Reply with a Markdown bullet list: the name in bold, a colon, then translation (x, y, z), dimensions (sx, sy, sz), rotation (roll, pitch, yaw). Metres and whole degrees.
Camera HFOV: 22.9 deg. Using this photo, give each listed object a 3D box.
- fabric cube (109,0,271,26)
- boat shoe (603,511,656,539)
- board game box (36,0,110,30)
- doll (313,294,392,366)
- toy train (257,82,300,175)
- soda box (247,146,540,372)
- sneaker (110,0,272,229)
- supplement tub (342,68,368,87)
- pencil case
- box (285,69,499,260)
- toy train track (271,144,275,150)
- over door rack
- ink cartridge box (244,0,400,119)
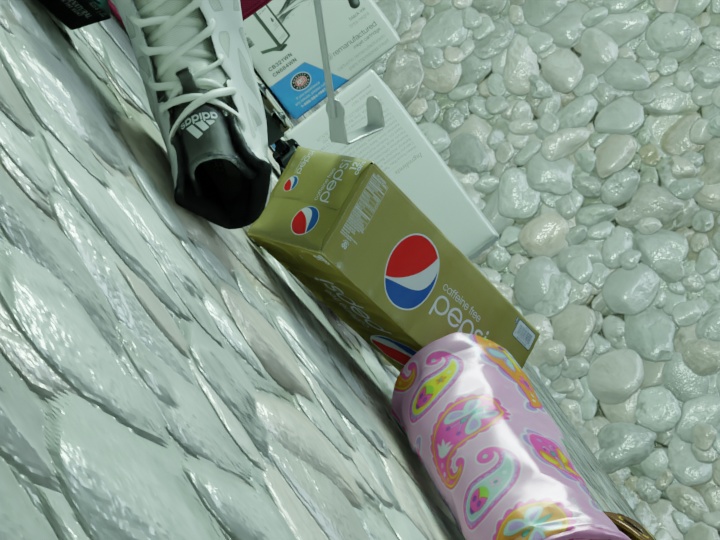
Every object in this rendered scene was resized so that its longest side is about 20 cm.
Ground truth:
- **fabric cube**: translation (-0.110, -0.276, 1.205), dimensions (0.200, 0.199, 0.196), rotation (52, 4, -15)
- **boat shoe**: translation (0.267, 0.293, 1.623), dimensions (0.068, 0.072, 0.200), rotation (42, 5, -41)
- **board game box**: translation (-0.176, -0.235, 0.890), dimensions (0.135, 0.028, 0.200), rotation (39, 38, -71)
- **doll**: translation (0.000, 0.000, 1.207), dimensions (0.136, 0.048, 0.200), rotation (65, 8, 8)
- **toy train**: translation (-0.084, -0.129, 1.385), dimensions (0.200, 0.034, 0.046), rotation (52, 2, -21)
- **soda box**: translation (0.023, 0.009, 1.069), dimensions (0.068, 0.064, 0.200), rotation (15, -22, 45)
- **sneaker**: translation (-0.079, -0.108, 0.877), dimensions (0.115, 0.076, 0.201), rotation (-115, -173, -54)
- **supplement tub**: translation (-0.069, -0.338, 2.328), dimensions (0.140, 0.140, 0.200), rotation (57, 6, 34)
- **pencil case**: translation (0.081, 0.119, 0.986), dimensions (0.087, 0.087, 0.200), rotation (50, 7, -36)
- **box**: translation (0.035, -0.080, 1.741), dimensions (0.200, 0.106, 0.152), rotation (54, 5, 4)
- **toy train track**: translation (-0.049, -0.098, 1.503), dimensions (0.200, 0.033, 0.115), rotation (52, 5, -10)
- **over door rack**: translation (-0.080, -0.158, 0.998), dimensions (0.148, 0.067, 0.200), rotation (14, -47, 42)
- **ink cartridge box**: translation (-0.074, -0.286, 1.897), dimensions (0.200, 0.146, 0.084), rotation (52, 7, -13)
